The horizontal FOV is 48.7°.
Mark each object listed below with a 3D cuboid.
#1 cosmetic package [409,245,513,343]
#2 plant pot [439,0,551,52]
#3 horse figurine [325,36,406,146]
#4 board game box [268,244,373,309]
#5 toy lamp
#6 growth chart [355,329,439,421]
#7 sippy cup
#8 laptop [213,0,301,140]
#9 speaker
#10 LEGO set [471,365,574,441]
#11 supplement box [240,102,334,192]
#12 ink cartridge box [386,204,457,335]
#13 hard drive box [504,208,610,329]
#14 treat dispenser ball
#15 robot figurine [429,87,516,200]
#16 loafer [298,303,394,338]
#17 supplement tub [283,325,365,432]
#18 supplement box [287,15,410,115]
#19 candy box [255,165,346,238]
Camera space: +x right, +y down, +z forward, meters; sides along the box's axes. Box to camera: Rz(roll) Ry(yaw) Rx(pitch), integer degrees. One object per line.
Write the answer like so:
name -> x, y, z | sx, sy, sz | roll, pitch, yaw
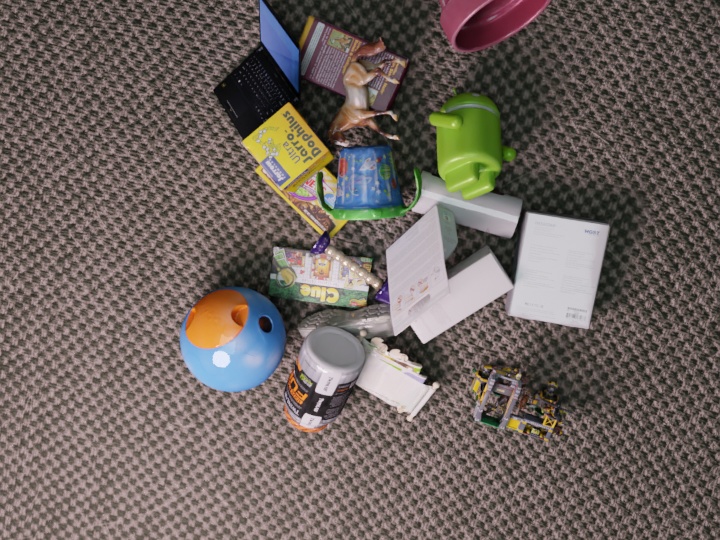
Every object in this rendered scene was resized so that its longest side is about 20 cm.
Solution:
cosmetic package -> 0.182, 0.043, 1.510 | 0.200, 0.108, 0.085 | -32, 95, 11
plant pot -> 0.209, -0.512, 1.388 | 0.200, 0.200, 0.179 | -28, 79, 10
horse figurine -> 0.011, -0.313, 1.407 | 0.132, 0.050, 0.200 | 12, 111, 22
board game box -> -0.079, 0.013, 1.576 | 0.200, 0.023, 0.105 | 7, 102, 5
toy lamp -> 0.000, 0.000, 1.527 | 0.200, 0.058, 0.058 | 36, 101, -2
growth chart -> 0.055, 0.206, 1.555 | 0.200, 0.018, 0.145 | 34, 126, -6
sippy cup -> 0.013, -0.163, 1.460 | 0.178, 0.140, 0.131 | -5, 100, -17
laptop -> -0.193, -0.363, 1.448 | 0.200, 0.103, 0.177 | -40, 58, 12
speaker -> 0.200, -0.123, 1.495 | 0.200, 0.081, 0.081 | 16, 100, 4
LEGO set -> 0.304, 0.226, 1.502 | 0.200, 0.154, 0.116 | 21, 118, 10
supplement box -> -0.125, -0.216, 1.430 | 0.109, 0.200, 0.109 | -40, 93, 4
ink cartridge box -> 0.115, 0.004, 1.445 | 0.047, 0.200, 0.160 | 20, 137, -30
hard drive box -> 0.368, -0.005, 1.497 | 0.156, 0.077, 0.200 | 10, 100, 4
treat dispenser ball -> -0.242, 0.131, 1.521 | 0.201, 0.201, 0.201 | 1, 99, 6
robot figurine -> 0.197, -0.233, 1.440 | 0.116, 0.175, 0.200 | -24, 56, 46
loafer -> -0.024, 0.114, 1.561 | 0.200, 0.070, 0.070 | -6, 124, 18
supplement tub -> -0.075, 0.214, 1.528 | 0.122, 0.123, 0.200 | 24, 128, 2
supplement box -> -0.019, -0.377, 1.475 | 0.200, 0.086, 0.110 | 25, 102, 2
candy box -> -0.100, -0.162, 1.548 | 0.200, 0.026, 0.102 | 44, 97, -2
